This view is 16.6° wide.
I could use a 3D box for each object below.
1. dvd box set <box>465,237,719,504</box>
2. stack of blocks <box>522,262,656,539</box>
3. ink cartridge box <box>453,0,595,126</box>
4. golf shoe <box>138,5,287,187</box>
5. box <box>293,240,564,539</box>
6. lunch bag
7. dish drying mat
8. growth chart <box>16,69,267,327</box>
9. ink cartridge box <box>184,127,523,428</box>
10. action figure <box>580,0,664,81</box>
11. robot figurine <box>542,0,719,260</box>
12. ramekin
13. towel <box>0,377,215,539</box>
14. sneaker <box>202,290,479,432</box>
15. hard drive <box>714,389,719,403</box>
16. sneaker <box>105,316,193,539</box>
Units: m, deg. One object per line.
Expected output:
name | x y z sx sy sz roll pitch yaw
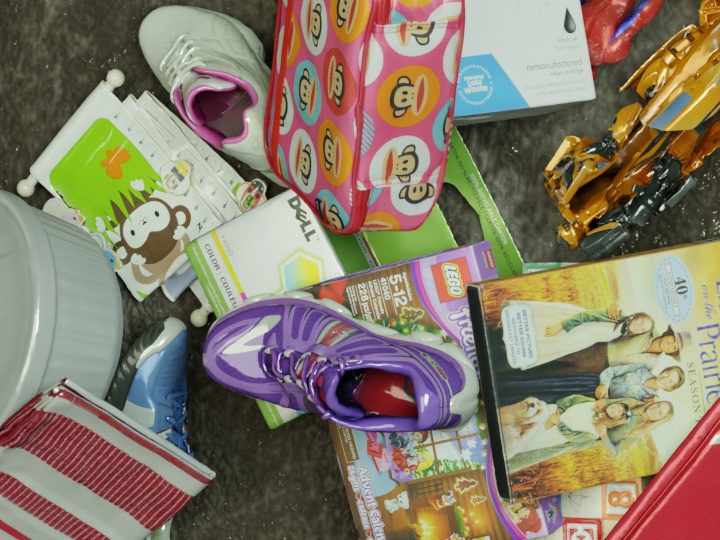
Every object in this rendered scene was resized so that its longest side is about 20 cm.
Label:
dvd box set | 0.176 0.063 1.610 0.199 0.029 0.147 -9 94 -15
stack of blocks | 0.146 0.095 1.680 0.115 0.059 0.201 1 90 24
ink cartridge box | 0.078 -0.202 1.651 0.068 0.116 0.201 -14 86 65
golf shoe | -0.105 -0.137 1.761 0.200 0.091 0.075 41 106 36
box | 0.045 0.092 1.659 0.136 0.039 0.201 -15 91 23
lunch bag | -0.005 -0.139 1.624 0.176 0.082 0.201 -133 45 -54
dish drying mat | 0.216 0.159 1.582 0.077 0.018 0.200 37 96 -9
growth chart | -0.156 -0.051 1.836 0.200 0.018 0.145 38 104 17
ink cartridge box | 0.000 0.000 1.728 0.200 0.076 0.148 -28 86 21
action figure | 0.184 -0.209 1.668 0.065 0.052 0.200 33 108 26
robot figurine | 0.194 -0.095 1.622 0.058 0.145 0.200 41 99 -16
ramekin | -0.258 0.045 1.813 0.202 0.094 0.203 -13 72 46
towel | -0.219 0.167 1.758 0.200 0.144 0.023 -39 31 30
sneaker | -0.022 0.063 1.614 0.199 0.083 0.081 8 102 28
hard drive | 0.299 0.089 1.597 0.132 0.027 0.201 18 99 -8
sneaker | -0.150 0.131 1.813 0.077 0.076 0.201 18 107 17
